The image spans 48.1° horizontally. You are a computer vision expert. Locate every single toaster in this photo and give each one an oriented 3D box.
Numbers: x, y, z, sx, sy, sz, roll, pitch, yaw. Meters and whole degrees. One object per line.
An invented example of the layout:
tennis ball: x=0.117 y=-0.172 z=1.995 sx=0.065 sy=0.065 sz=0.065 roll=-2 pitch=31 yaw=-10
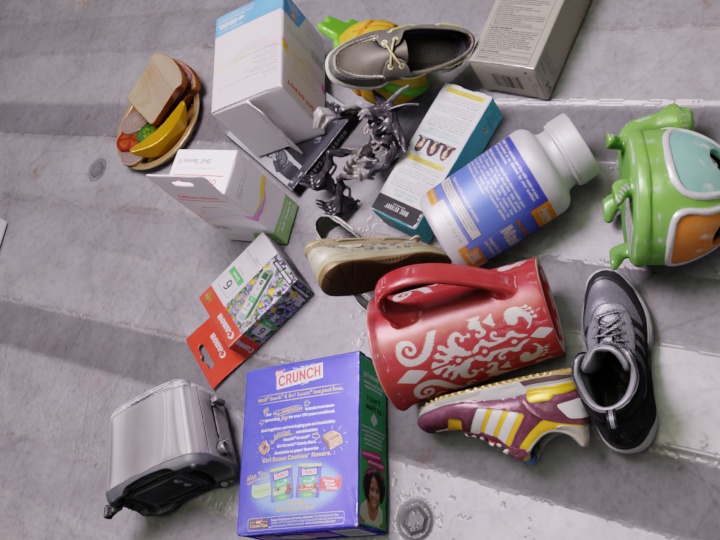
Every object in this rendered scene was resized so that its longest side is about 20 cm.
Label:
toaster: x=-0.257 y=0.235 z=1.065 sx=0.198 sy=0.113 sz=0.131 roll=-28 pitch=52 yaw=19

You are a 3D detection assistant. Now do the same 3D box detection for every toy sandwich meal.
toy sandwich meal: x=-0.355 y=-0.270 z=1.383 sx=0.202 sy=0.070 sz=0.209 roll=-13 pitch=62 yaw=25

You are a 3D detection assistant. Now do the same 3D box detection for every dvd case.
dvd case: x=-0.109 y=-0.223 z=1.244 sx=0.151 sy=0.025 sz=0.200 roll=-50 pitch=52 yaw=1

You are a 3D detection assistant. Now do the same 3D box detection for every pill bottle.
pill bottle: x=0.178 y=-0.094 z=0.961 sx=0.198 sy=0.112 sz=0.113 roll=-33 pitch=55 yaw=13

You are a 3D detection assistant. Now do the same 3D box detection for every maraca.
maraca: x=0.019 y=-0.307 z=1.148 sx=0.201 sy=0.135 sz=0.108 roll=52 pitch=129 yaw=33

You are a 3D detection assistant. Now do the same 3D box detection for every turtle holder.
turtle holder: x=0.331 y=-0.087 z=0.870 sx=0.129 sy=0.143 sz=0.186 roll=-3 pitch=25 yaw=13

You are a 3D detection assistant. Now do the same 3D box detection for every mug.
mug: x=0.114 y=0.065 z=0.893 sx=0.197 sy=0.177 sz=0.136 roll=-17 pitch=74 yaw=17

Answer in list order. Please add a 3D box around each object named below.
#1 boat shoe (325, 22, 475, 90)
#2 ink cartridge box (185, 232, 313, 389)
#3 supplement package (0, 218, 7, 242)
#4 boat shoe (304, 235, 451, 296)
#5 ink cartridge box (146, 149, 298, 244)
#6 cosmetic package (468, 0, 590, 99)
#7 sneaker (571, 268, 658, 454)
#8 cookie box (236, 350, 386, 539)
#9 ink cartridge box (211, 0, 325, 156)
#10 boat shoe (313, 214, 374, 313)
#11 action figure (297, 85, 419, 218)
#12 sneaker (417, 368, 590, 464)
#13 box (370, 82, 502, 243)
boat shoe: x=0.053 y=-0.281 z=1.044 sx=0.198 sy=0.060 sz=0.074 roll=-13 pitch=93 yaw=-17
ink cartridge box: x=-0.170 y=0.056 z=1.133 sx=0.200 sy=0.050 sz=0.109 roll=-44 pitch=53 yaw=5
supplement package: x=-0.780 y=-0.055 z=1.507 sx=0.197 sy=0.114 sz=0.112 roll=-6 pitch=64 yaw=30
boat shoe: x=0.026 y=-0.013 z=0.967 sx=0.063 sy=0.197 sz=0.074 roll=54 pitch=128 yaw=37
ink cartridge box: x=-0.189 y=-0.111 z=1.129 sx=0.115 sy=0.200 sz=0.068 roll=6 pitch=70 yaw=32
cosmetic package: x=0.233 y=-0.336 z=1.066 sx=0.104 sy=0.071 sz=0.203 roll=19 pitch=78 yaw=36
sneaker: x=0.259 y=0.077 z=0.830 sx=0.074 sy=0.114 sz=0.204 roll=-12 pitch=62 yaw=24
cookie box: x=-0.056 y=0.215 z=0.976 sx=0.168 sy=0.075 sz=0.204 roll=-12 pitch=62 yaw=26
ink cartridge box: x=-0.133 y=-0.277 z=1.189 sx=0.123 sy=0.128 sz=0.204 roll=-14 pitch=61 yaw=24
boat shoe: x=0.000 y=0.000 z=1.051 sx=0.071 sy=0.064 sz=0.200 roll=-46 pitch=54 yaw=3
action figure: x=-0.007 y=-0.162 z=1.070 sx=0.201 sy=0.101 sz=0.120 roll=-52 pitch=55 yaw=36
sneaker: x=0.150 y=0.170 z=0.878 sx=0.198 sy=0.074 sz=0.092 roll=-21 pitch=75 yaw=34
box: x=0.102 y=-0.143 z=1.067 sx=0.082 sy=0.049 sz=0.202 roll=27 pitch=83 yaw=36
